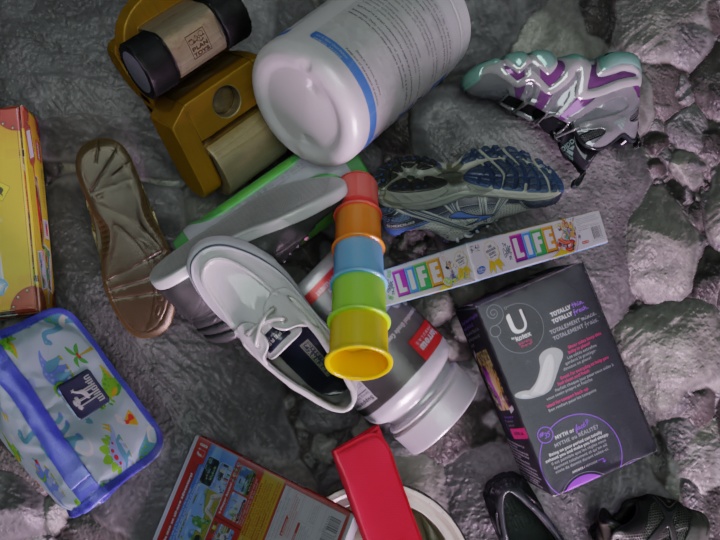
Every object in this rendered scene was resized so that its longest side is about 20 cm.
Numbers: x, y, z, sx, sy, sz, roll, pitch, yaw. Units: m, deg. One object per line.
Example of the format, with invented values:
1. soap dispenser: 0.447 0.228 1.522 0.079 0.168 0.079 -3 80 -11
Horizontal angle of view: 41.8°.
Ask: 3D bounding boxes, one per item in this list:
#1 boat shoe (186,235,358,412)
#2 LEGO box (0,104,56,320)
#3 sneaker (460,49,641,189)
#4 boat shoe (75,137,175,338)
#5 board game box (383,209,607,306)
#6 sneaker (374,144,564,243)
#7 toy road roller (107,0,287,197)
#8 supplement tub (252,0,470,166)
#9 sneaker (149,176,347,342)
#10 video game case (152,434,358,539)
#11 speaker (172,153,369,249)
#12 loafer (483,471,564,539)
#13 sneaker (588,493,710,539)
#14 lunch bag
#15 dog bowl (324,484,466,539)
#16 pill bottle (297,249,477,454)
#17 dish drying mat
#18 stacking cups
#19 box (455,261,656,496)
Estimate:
1. boat shoe: -0.071 0.048 0.830 0.200 0.065 0.074 40 100 -19
2. LEGO box: -0.387 -0.050 0.920 0.147 0.077 0.202 -6 87 -7
3. sneaker: 0.207 -0.155 0.992 0.198 0.078 0.141 -4 86 -6
4. boat shoe: -0.230 -0.034 0.943 0.073 0.066 0.202 -12 101 -8
5. board game box: 0.124 -0.011 0.902 0.199 0.134 0.035 -14 87 -42
6. sneaker: 0.111 -0.074 0.979 0.198 0.086 0.077 -2 44 -5
7. toy road roller: -0.168 -0.187 0.942 0.123 0.146 0.201 -38 127 -20
8. supplement tub: 0.003 -0.204 0.912 0.132 0.132 0.200 48 57 -2
9. sneaker: -0.087 -0.007 0.883 0.199 0.071 0.100 -31 118 -3
10. video game case: -0.109 0.263 0.910 0.199 0.017 0.144 20 84 28
11. speaker: -0.087 -0.055 0.950 0.199 0.088 0.089 -35 91 -7
12. loafer: 0.185 0.303 0.963 0.068 0.070 0.202 -27 90 3
13. sneaker: 0.274 0.323 0.974 0.113 0.076 0.201 25 81 -2
14. lunch bag: -0.273 0.130 0.861 0.127 0.200 0.171 -37 90 -7
15. dog bowl: 0.011 0.308 0.945 0.198 0.074 0.202 0 86 -6
16. pill bottle: 0.015 0.077 0.939 0.200 0.114 0.114 45 83 -2
17. dish drying mat: 0.031 0.250 0.882 0.018 0.077 0.202 -21 89 37
18. stacking cups: 0.000 0.000 0.858 0.060 0.061 0.201 6 53 -6
19. box: 0.195 0.108 0.960 0.121 0.106 0.202 -21 89 -7
